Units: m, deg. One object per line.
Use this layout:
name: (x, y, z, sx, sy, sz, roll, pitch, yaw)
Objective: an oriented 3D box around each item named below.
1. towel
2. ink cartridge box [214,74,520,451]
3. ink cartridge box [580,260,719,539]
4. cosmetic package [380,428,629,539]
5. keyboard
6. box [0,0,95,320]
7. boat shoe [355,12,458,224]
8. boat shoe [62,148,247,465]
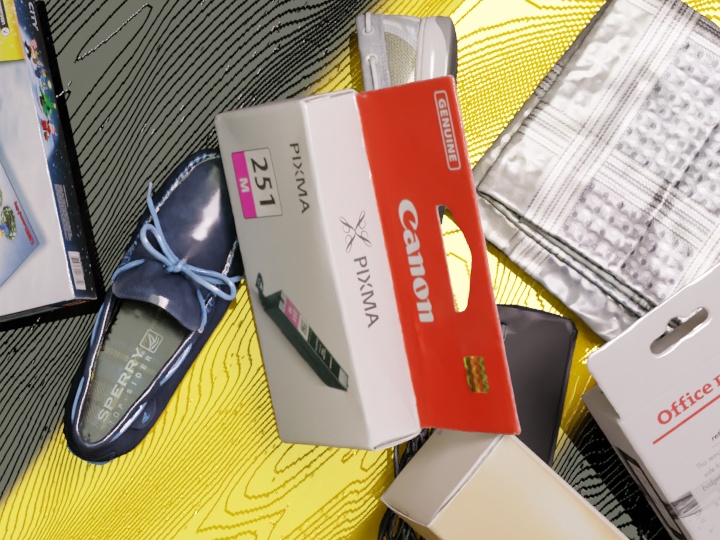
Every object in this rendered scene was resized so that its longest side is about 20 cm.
towel: (0.183, -0.054, 1.152, 0.193, 0.035, 0.200, 37, 85, -1)
ink cartridge box: (0.000, 0.000, 1.048, 0.044, 0.174, 0.200, -16, 97, -35)
ink cartridge box: (0.212, 0.093, 1.101, 0.116, 0.068, 0.200, -35, 106, -6)
cosmetic package: (0.115, 0.173, 1.078, 0.200, 0.105, 0.071, 42, 82, -11)
keyboard: (0.062, 0.116, 1.139, 0.104, 0.040, 0.200, 14, 86, -22)
box: (-0.242, -0.066, 1.100, 0.137, 0.038, 0.200, -13, 86, 13)
boat shoe: (0.017, -0.054, 1.125, 0.065, 0.074, 0.202, 6, 86, 8)
boat shoe: (-0.111, 0.023, 1.110, 0.084, 0.069, 0.200, 19, 85, -2)
